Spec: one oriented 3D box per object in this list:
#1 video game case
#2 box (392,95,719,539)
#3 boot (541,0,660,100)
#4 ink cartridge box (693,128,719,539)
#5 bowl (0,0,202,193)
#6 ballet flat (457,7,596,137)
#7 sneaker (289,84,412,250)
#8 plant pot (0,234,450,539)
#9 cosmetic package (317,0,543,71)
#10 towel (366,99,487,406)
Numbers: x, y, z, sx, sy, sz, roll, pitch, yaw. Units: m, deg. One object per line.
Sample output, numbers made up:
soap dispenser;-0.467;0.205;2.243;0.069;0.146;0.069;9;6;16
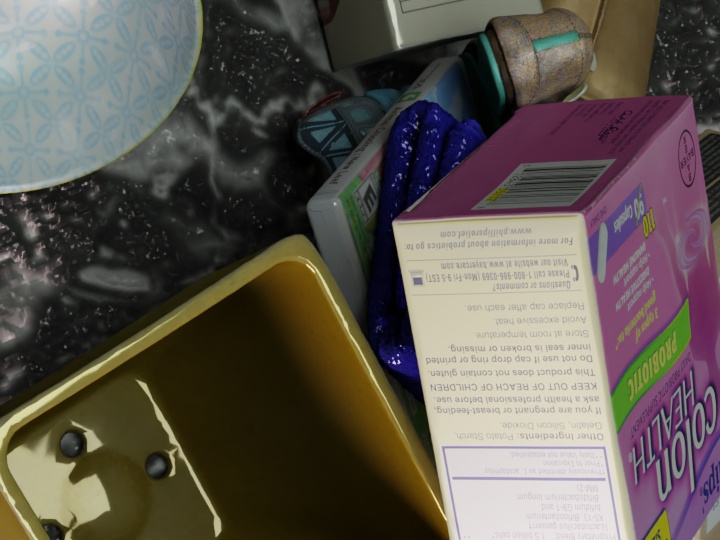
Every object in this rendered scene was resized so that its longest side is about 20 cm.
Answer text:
video game case;0.042;0.013;1.296;0.182;0.022;0.201;-51;129;-54
box;0.107;0.037;1.191;0.176;0.096;0.201;-41;125;-58
boot;0.120;-0.202;1.436;0.174;0.066;0.201;22;78;-23
ink cartridge box;0.189;0.043;1.358;0.165;0.075;0.201;-34;128;-51
bowl;-0.184;-0.149;1.247;0.199;0.201;0.108;11;39;-25
ballet flat;0.094;-0.105;1.339;0.067;0.200;0.068;-20;91;-4
sneaker;0.000;0.000;1.370;0.095;0.079;0.201;-5;88;-4
plant pot;-0.096;0.119;1.231;0.194;0.200;0.196;-33;99;-24
cosmetic package;0.020;-0.223;1.376;0.103;0.087;0.201;-13;91;-27
towel;0.070;0.015;1.274;0.200;0.049;0.149;41;50;-54
